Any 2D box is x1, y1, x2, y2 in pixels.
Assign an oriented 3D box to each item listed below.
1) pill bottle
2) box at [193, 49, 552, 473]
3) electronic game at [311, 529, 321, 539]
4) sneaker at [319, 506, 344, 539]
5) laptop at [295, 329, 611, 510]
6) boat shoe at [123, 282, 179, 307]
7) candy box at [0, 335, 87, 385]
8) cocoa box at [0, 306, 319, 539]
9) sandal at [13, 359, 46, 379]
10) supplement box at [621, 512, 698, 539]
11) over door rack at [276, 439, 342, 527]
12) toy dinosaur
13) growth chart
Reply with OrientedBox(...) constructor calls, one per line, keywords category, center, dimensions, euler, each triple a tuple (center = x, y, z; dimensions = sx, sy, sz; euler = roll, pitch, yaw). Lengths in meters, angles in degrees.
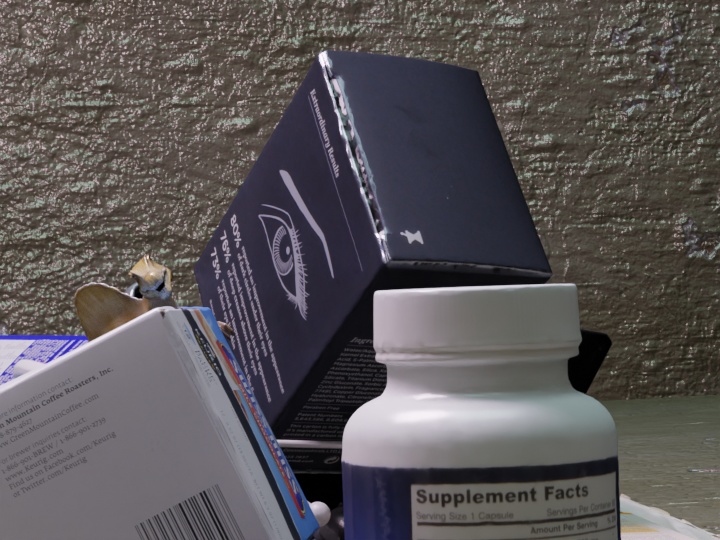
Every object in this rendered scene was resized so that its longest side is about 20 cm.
OrientedBox(category="pill bottle", center=(0.048, 0.107, 0.799), dimensions=(0.111, 0.201, 0.111), euler=(-2, -1, 0))
OrientedBox(category="box", center=(0.000, 0.000, 1.116), dimensions=(0.104, 0.148, 0.200), euler=(4, -38, -29))
OrientedBox(category="electronic game", center=(-0.049, 0.166, 1.317), dimensions=(0.199, 0.042, 0.200), euler=(14, 13, -3))
OrientedBox(category="sneaker", center=(0.067, 0.148, 1.268), dimensions=(0.200, 0.090, 0.070), euler=(9, 13, -30))
OrientedBox(category="laptop", center=(0.027, 0.073, 1.299), dimensions=(0.200, 0.178, 0.103), euler=(33, 25, 17))
OrientedBox(category="boat shoe", center=(-0.105, 0.091, 1.267), dimensions=(0.073, 0.200, 0.062), euler=(-9, -39, -43))
OrientedBox(category="candy box", center=(-0.231, 0.133, 1.400), dimensions=(0.200, 0.169, 0.077), euler=(-1, 32, 37))
OrientedBox(category="cocoa box", center=(-0.140, 0.117, 0.959), dimensions=(0.200, 0.134, 0.131), euler=(-27, -4, 5))
OrientedBox(category="sandal", center=(-0.120, 0.091, 1.210), dimensions=(0.202, 0.050, 0.083), euler=(20, -32, 28))
OrientedBox(category="supplement box", center=(0.101, 0.170, 1.016), dimensions=(0.126, 0.074, 0.200), euler=(-3, -2, -4))
OrientedBox(category="over door rack", center=(-0.010, 0.143, 1.126), dimensions=(0.199, 0.067, 0.148), euler=(-8, -33, -14))
OrientedBox(category="toy dinosaur", center=(-0.121, 0.049, 1.098), dimensions=(0.200, 0.101, 0.058), euler=(-43, 9, 49))
OrientedBox(category="growth chart", center=(0.198, 0.160, 1.186), dimensions=(0.200, 0.018, 0.145), euler=(23, 1, 9))
